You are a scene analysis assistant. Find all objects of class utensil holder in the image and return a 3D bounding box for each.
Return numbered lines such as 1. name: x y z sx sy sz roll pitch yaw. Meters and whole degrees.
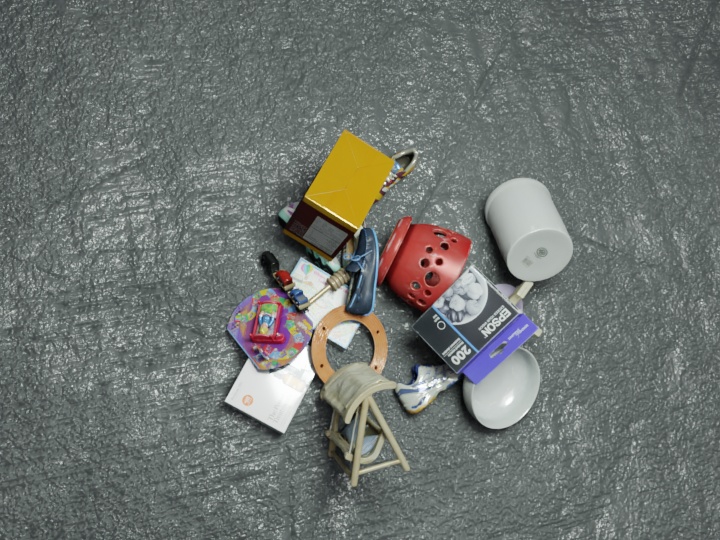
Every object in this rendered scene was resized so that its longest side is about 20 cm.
1. utensil holder: 0.403 -0.098 1.761 0.169 0.171 0.200 4 38 -12

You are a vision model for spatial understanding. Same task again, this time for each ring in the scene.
1. ring: -0.026 0.178 1.681 0.200 0.019 0.202 2 86 -30

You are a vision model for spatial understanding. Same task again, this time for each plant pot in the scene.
1. plant pot: 0.140 -0.020 1.712 0.182 0.200 0.201 28 71 1

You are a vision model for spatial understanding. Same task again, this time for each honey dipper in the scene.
1. honey dipper: -0.109 0.067 1.680 0.200 0.038 0.038 -38 86 -17

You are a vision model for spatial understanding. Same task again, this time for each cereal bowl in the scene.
1. cereal bowl: 0.318 0.261 1.718 0.199 0.083 0.201 -7 107 -25

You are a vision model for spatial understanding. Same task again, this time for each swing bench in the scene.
1. swing bench: -0.002 0.316 1.562 0.129 0.199 0.201 -12 98 -16

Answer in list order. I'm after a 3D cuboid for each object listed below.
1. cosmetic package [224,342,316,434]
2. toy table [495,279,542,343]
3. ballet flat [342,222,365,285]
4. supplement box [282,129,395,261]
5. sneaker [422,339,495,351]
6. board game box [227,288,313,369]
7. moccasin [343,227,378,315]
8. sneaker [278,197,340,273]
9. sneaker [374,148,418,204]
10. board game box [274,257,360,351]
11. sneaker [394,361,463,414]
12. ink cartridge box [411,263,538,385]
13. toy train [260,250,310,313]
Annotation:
1. cosmetic package: -0.191 0.241 1.645 0.150 0.052 0.201 28 71 -1
2. toy table: 0.336 0.108 1.764 0.183 0.117 0.201 29 70 -4
3. ballet flat: -0.008 -0.046 1.751 0.069 0.071 0.201 -2 76 -12
4. supplement box: -0.051 -0.162 1.632 0.132 0.200 0.198 31 63 -7
5. sneaker: 0.220 0.137 1.693 0.070 0.199 0.082 -45 126 -37
6. board game box: -0.203 0.117 1.627 0.158 0.039 0.200 -38 61 -12
7. moccasin: 0.000 0.000 1.662 0.068 0.080 0.201 5 79 -17
8. sneaker: -0.084 -0.102 1.745 0.140 0.078 0.200 -41 88 -18
9. sneaker: 0.059 -0.233 1.805 0.075 0.090 0.200 46 71 2
10. board game box: -0.089 0.079 1.719 0.199 0.034 0.135 32 71 -3
11. sneaker: 0.169 0.243 1.712 0.200 0.075 0.088 -36 85 -19
12. ink cartridge box: 0.245 0.124 1.594 0.200 0.043 0.198 44 110 5
13. toy train: -0.170 0.023 1.666 0.034 0.046 0.200 -21 52 -27
